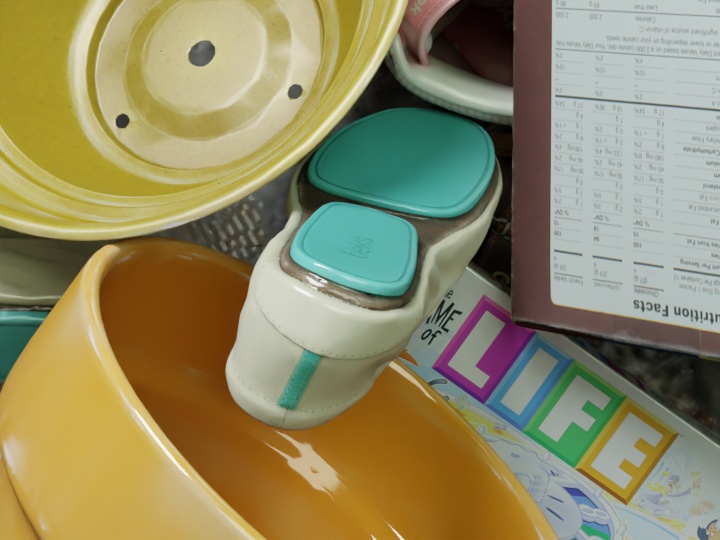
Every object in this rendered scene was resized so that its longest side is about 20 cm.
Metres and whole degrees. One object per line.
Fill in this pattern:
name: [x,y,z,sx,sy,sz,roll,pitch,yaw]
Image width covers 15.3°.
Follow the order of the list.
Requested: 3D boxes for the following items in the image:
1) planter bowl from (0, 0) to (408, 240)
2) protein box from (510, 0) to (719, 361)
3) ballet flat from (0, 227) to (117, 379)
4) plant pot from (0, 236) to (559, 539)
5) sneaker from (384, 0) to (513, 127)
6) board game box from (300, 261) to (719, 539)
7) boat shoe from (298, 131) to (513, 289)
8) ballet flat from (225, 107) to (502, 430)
planter bowl: [-0.066,-0.089,0.918,0.199,0.083,0.201,-6,67,15]
protein box: [0.168,-0.080,0.918,0.198,0.135,0.201,-6,101,-39]
ballet flat: [-0.164,0.006,0.951,0.199,0.069,0.070,6,75,-14]
plant pot: [-0.059,0.122,0.873,0.200,0.200,0.183,39,108,-2]
sneaker: [0.014,-0.126,0.967,0.200,0.105,0.075,44,102,1]
board game box: [0.038,0.078,0.971,0.200,0.034,0.135,35,96,-4]
boat shoe: [0.074,-0.012,1.011,0.199,0.070,0.071,4,78,-9]
ballet flat: [0.000,0.000,0.875,0.069,0.200,0.070,4,108,14]
